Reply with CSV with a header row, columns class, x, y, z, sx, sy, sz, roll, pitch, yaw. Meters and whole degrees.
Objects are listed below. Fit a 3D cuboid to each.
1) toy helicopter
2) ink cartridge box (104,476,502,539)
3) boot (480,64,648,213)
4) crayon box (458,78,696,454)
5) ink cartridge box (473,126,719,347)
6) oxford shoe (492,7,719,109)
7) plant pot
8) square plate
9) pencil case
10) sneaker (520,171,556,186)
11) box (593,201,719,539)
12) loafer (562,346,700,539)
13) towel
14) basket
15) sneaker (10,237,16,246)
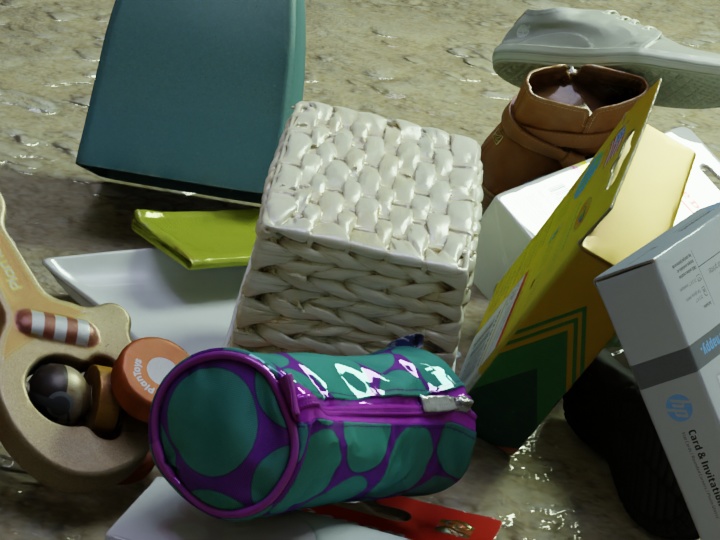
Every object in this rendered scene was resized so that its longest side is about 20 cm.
class,x,y,z,sx,sy,sz,roll,pitch,yaw
toy helicopter,-0.185,0.032,1.237,0.132,0.079,0.200,-17,65,-37
ink cartridge box,-0.022,0.132,1.189,0.162,0.057,0.200,13,26,13
boot,0.181,-0.086,1.676,0.199,0.155,0.074,-8,55,-23
crayon box,0.127,0.000,1.335,0.051,0.200,0.127,30,45,-4
ink cartridge box,0.174,-0.014,1.531,0.200,0.067,0.117,-21,63,-41
oxford shoe,0.189,-0.155,1.661,0.199,0.058,0.075,10,-20,28
plant pot,-0.104,-0.156,1.637,0.141,0.201,0.141,9,-2,2
square plate,-0.071,0.032,1.457,0.197,0.029,0.200,-4,24,-32
pencil case,-0.018,0.077,1.173,0.092,0.085,0.200,-22,-11,28
sneaker,0.174,-0.022,1.627,0.199,0.076,0.077,-7,34,-27
box,0.206,0.072,1.245,0.041,0.201,0.156,-20,4,32
loafer,0.177,0.090,1.339,0.071,0.073,0.200,1,22,-15
towel,-0.047,-0.026,1.558,0.199,0.018,0.086,-4,21,-35
basket,0.000,0.000,1.355,0.135,0.124,0.200,13,28,-1
sneaker,-0.234,0.034,1.281,0.075,0.105,0.200,9,22,-4
